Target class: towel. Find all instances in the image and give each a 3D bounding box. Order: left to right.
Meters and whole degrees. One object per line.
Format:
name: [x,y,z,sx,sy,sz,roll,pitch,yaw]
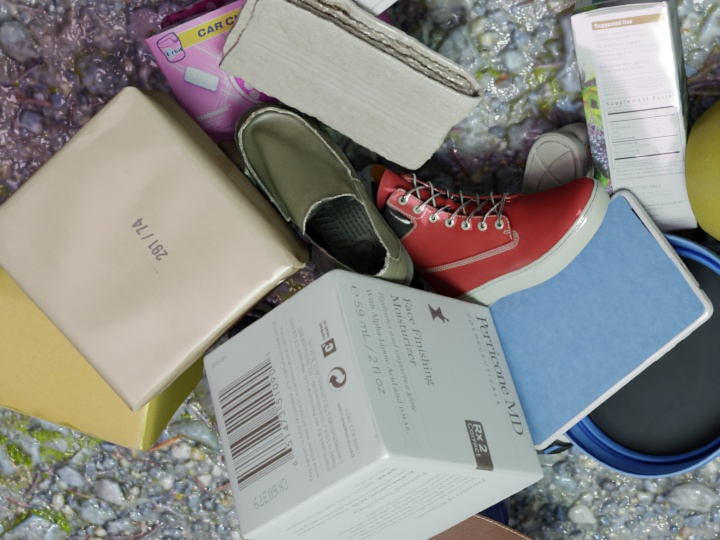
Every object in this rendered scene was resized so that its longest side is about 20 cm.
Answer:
towel: [-0.012,-0.159,1.217,0.200,0.035,0.133,28,151,-9]

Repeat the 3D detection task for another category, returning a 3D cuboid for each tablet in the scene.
tablet: [0.183,0.043,1.260,0.200,0.014,0.130,-43,66,26]

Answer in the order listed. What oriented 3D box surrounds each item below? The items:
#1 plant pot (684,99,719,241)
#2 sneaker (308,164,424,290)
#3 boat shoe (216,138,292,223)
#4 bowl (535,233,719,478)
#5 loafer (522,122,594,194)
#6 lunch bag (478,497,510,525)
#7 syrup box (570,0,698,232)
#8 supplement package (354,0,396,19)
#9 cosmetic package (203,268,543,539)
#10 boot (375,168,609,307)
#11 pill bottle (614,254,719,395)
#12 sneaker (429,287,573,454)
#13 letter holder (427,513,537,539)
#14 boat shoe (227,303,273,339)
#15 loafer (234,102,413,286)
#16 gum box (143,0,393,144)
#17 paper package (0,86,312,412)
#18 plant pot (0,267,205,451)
plant pot: [0.343,-0.081,1.204,0.142,0.200,0.200,-3,119,38]
sneaker: [0.000,0.000,1.390,0.092,0.076,0.200,-3,110,24]
boat shoe: [-0.089,-0.043,1.367,0.075,0.075,0.202,-14,149,-17]
bowl: [0.242,0.070,1.252,0.200,0.039,0.201,-2,86,34]
loafer: [0.169,-0.037,1.329,0.072,0.063,0.200,30,127,25]
lunch bag: [0.051,0.205,1.444,0.136,0.132,0.200,-25,122,24]
syrup box: [0.229,-0.135,1.250,0.081,0.079,0.200,-6,116,17]
supplement package: [-0.003,-0.321,1.180,0.120,0.121,0.200,-35,105,27]
cosmetic package: [0.010,0.120,1.237,0.165,0.165,0.200,-34,149,33]
boot: [0.096,-0.050,1.256,0.144,0.072,0.200,40,137,-18]
pill bottle: [0.279,0.050,1.319,0.200,0.112,0.112,-36,105,27]
sneaker: [0.124,0.101,1.408,0.200,0.073,0.112,40,134,2]
letter holder: [0.093,0.301,1.381,0.200,0.142,0.101,25,160,-15]
boat shoe: [-0.083,0.129,1.477,0.075,0.062,0.200,-6,117,14]
loafer: [-0.029,-0.062,1.240,0.075,0.070,0.200,-42,82,-2]
gum box: [-0.076,-0.190,1.300,0.200,0.066,0.114,-19,114,22]
paper package: [-0.174,-0.021,1.237,0.191,0.103,0.200,-42,91,8]
plant pot: [-0.238,0.015,1.386,0.194,0.196,0.200,17,109,4]
